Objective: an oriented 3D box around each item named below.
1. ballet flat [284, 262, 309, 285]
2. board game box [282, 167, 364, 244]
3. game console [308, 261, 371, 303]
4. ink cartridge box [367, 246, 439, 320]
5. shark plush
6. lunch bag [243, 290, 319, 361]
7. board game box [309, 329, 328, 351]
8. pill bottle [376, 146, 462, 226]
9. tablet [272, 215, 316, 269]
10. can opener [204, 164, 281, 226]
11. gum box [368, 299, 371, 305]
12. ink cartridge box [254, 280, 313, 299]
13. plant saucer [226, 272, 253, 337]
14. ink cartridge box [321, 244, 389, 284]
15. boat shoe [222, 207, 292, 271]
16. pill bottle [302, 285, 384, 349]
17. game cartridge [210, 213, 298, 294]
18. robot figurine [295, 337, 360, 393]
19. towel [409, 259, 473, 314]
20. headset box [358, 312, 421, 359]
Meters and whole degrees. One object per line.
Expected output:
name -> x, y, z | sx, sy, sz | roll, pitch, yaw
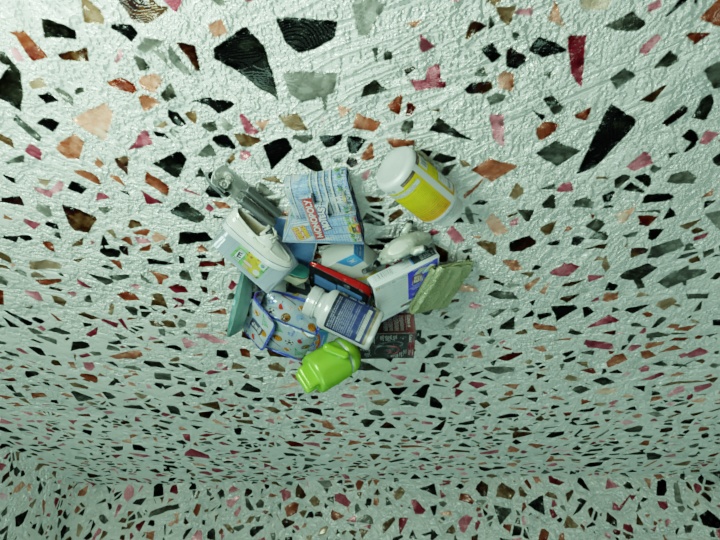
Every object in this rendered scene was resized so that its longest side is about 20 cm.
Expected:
ballet flat -> -0.235, -0.013, 1.425 | 0.200, 0.070, 0.069 | 27, 136, -23
board game box -> -0.107, -0.137, 1.267 | 0.199, 0.062, 0.200 | -8, 137, 9
game console -> -0.060, 0.048, 1.433 | 0.176, 0.031, 0.200 | 23, 161, 2
ink cartridge box -> 0.120, 0.042, 1.445 | 0.198, 0.043, 0.200 | -26, 148, -10
shark plush -> 0.099, -0.036, 1.356 | 0.200, 0.091, 0.083 | -41, 162, 3
lunch bag -> -0.223, 0.149, 1.475 | 0.199, 0.124, 0.170 | 23, 137, -9
board game box -> -0.209, 0.208, 1.744 | 0.199, 0.045, 0.152 | 7, 142, -8
pill bottle -> 0.138, -0.179, 1.178 | 0.200, 0.110, 0.109 | 32, 133, -33
tablet -> -0.182, -0.071, 1.407 | 0.130, 0.014, 0.200 | 9, 141, -8
can opener -> -0.279, -0.177, 1.259 | 0.067, 0.053, 0.200 | 11, 158, 47
gum box -> 0.009, 0.122, 1.605 | 0.199, 0.066, 0.114 | 12, 140, -13
ink cartridge box -> -0.203, 0.090, 1.560 | 0.199, 0.083, 0.146 | 18, 140, -20
plant saucer -> -0.331, 0.090, 1.469 | 0.036, 0.200, 0.200 | 14, 141, -16
ink cartridge box -> 0.000, 0.000, 1.448 | 0.116, 0.067, 0.200 | -24, 136, 30
boat shoe -> -0.235, -0.077, 1.280 | 0.200, 0.071, 0.070 | 40, 117, -15
pill bottle -> -0.047, 0.118, 1.392 | 0.200, 0.111, 0.111 | 25, 141, 4
game cartridge -> -0.260, -0.049, 1.344 | 0.133, 0.040, 0.200 | -47, 112, -1
robot figurine -> -0.084, 0.268, 1.511 | 0.200, 0.116, 0.176 | -27, 161, -26
towel -> 0.224, 0.048, 1.472 | 0.148, 0.037, 0.200 | -8, 142, -33
headset box -> 0.083, 0.198, 1.584 | 0.199, 0.075, 0.149 | -2, 141, 3
